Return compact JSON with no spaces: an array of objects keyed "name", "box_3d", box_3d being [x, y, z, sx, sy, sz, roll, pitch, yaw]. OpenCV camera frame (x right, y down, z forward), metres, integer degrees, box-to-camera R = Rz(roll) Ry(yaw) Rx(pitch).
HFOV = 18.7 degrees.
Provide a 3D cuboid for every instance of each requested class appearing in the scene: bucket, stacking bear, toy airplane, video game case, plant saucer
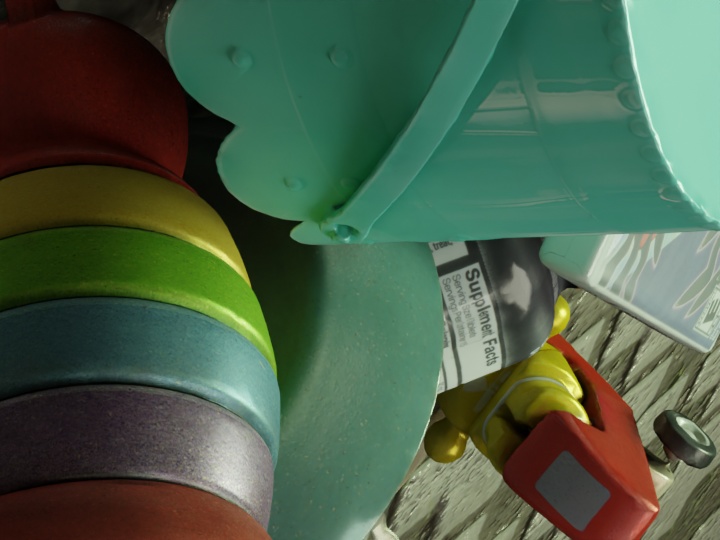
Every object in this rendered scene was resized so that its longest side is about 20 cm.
[{"name":"bucket","box_3d":[0.050,-0.103,0.611,0.207,0.134,0.208,-11,104,-57]},{"name":"stacking bear","box_3d":[-0.082,0.014,0.610,0.113,0.201,0.121,-21,145,17]},{"name":"toy airplane","box_3d":[0.054,0.034,0.987,0.141,0.199,0.201,24,67,-41]},{"name":"video game case","box_3d":[0.139,-0.074,0.772,0.201,0.023,0.182,-64,156,1]},{"name":"plant saucer","box_3d":[-0.073,0.027,0.691,0.200,0.200,0.036,-47,143,-9]}]

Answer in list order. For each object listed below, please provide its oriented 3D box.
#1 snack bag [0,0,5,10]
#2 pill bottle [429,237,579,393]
[{"name":"snack bag","box_3d":[-0.167,-0.045,0.601,0.200,0.021,0.188,-55,159,11]},{"name":"pill bottle","box_3d":[0.000,0.000,0.805,0.199,0.107,0.106,-20,155,-4]}]
